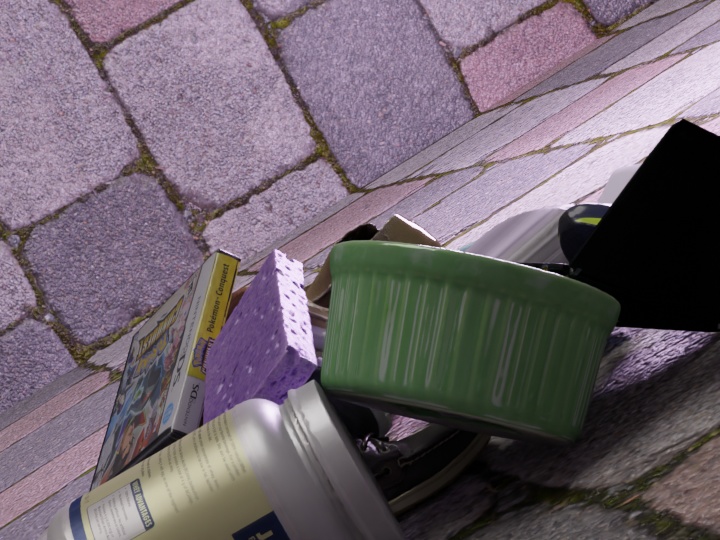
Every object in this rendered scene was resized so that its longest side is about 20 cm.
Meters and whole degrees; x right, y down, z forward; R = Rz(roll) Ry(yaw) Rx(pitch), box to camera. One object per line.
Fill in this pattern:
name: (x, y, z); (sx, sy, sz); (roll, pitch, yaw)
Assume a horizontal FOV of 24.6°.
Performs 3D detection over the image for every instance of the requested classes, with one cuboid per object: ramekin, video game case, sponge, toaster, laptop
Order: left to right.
video game case: (-0.172, 0.099, 1.419); (0.200, 0.025, 0.182); (-40, 32, 51)
sponge: (-0.077, 0.067, 1.216); (0.112, 0.030, 0.200); (-56, 16, 15)
ramekin: (0.068, 0.052, 1.104); (0.199, 0.098, 0.200); (12, -8, 2)
toaster: (0.126, 0.029, 1.314); (0.129, 0.114, 0.200); (-38, 8, -24)
laptop: (0.185, -0.025, 1.127); (0.177, 0.104, 0.199); (19, -11, -38)

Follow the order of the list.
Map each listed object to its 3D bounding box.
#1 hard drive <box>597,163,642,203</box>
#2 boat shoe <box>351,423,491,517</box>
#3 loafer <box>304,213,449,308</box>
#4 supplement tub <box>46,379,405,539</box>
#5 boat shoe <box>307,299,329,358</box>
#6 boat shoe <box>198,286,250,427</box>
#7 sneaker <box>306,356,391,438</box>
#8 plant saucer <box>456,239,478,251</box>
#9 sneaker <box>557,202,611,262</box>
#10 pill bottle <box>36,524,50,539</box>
hard drive: (0.241, -0.033, 1.378); (0.133, 0.027, 0.200); (-63, 16, -10)
boat shoe: (0.000, 0.149, 1.187); (0.200, 0.066, 0.072); (-32, 8, -8)
loafer: (0.000, 0.000, 1.371); (0.200, 0.068, 0.076); (-24, 10, 48)
supplement tub: (-0.086, 0.173, 1.069); (0.199, 0.146, 0.145); (-30, 8, 0)
boat shoe: (0.019, 0.066, 1.281); (0.199, 0.075, 0.069); (12, 60, 14)
boat shoe: (-0.088, 0.111, 1.365); (0.070, 0.069, 0.201); (-2, 53, 16)
sneaker: (-0.032, 0.139, 1.259); (0.085, 0.074, 0.200); (-48, -14, -26)
plant saucer: (0.116, 0.020, 1.607); (0.200, 0.039, 0.201); (-26, 17, 8)
sneaker: (0.223, -0.040, 1.218); (0.199, 0.081, 0.074); (0, -27, -34)
pill bottle: (-0.203, 0.239, 1.214); (0.109, 0.110, 0.200); (-28, 8, 14)
